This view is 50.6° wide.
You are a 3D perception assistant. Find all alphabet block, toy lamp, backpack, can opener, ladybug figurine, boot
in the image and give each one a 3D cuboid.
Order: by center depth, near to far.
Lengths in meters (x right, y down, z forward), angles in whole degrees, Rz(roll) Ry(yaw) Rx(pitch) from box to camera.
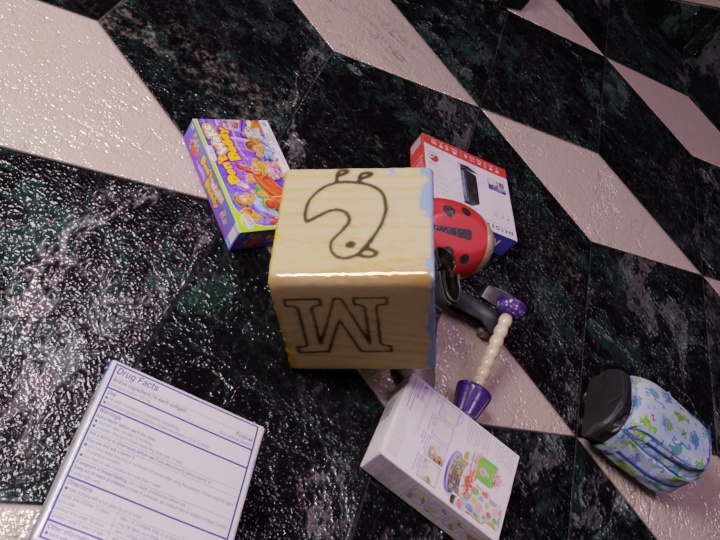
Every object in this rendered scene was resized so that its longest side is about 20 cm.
[{"bbox_3d":[0.000,0.000,0.993,0.195,0.199,0.198,-1,48,5],"label":"alphabet block"},{"bbox_3d":[0.099,0.071,1.109,0.067,0.131,0.203,15,50,-26],"label":"boot"},{"bbox_3d":[0.192,0.134,1.149,0.058,0.058,0.202,33,64,-10],"label":"toy lamp"},{"bbox_3d":[0.164,0.049,1.232,0.197,0.063,0.080,24,72,-7],"label":"can opener"},{"bbox_3d":[0.470,0.269,1.242,0.201,0.153,0.163,52,35,-9],"label":"backpack"},{"bbox_3d":[0.143,-0.055,1.257,0.196,0.072,0.139,6,80,-26],"label":"ladybug figurine"}]

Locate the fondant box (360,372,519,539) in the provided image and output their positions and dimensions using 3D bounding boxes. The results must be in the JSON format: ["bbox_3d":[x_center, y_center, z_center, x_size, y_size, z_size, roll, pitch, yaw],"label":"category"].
[{"bbox_3d":[0.111,0.258,1.028,0.199,0.058,0.145,37,43,-5],"label":"fondant box"}]

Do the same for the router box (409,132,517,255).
[{"bbox_3d":[0.188,-0.140,1.399,0.197,0.049,0.182,19,48,-24],"label":"router box"}]

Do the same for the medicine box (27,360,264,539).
[{"bbox_3d":[-0.216,0.228,0.774,0.180,0.103,0.202,28,45,-16],"label":"medicine box"}]

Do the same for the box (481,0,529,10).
[{"bbox_3d":[0.355,-0.799,2.007,0.161,0.086,0.203,-3,60,-39],"label":"box"}]

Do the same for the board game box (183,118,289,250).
[{"bbox_3d":[-0.166,-0.132,1.132,0.133,0.045,0.203,-8,63,-40],"label":"board game box"}]
